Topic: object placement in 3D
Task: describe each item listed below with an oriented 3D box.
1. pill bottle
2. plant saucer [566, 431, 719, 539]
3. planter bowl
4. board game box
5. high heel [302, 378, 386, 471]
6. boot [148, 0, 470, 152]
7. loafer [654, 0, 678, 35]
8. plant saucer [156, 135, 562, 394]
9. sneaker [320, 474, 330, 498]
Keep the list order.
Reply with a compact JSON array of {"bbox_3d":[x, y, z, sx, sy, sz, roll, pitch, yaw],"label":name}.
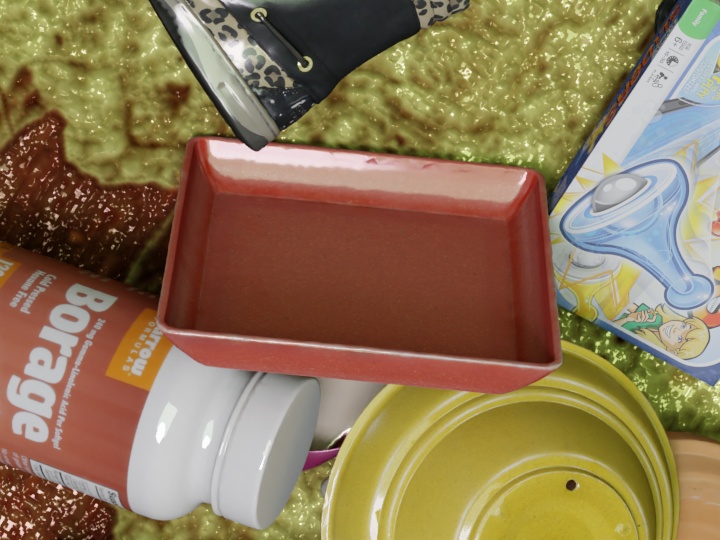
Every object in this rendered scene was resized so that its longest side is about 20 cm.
[{"bbox_3d":[-0.128,0.064,1.207,0.200,0.112,0.112,18,95,13],"label":"pill bottle"},{"bbox_3d":[0.166,0.190,1.278,0.200,0.032,0.200,-5,103,-24],"label":"plant saucer"},{"bbox_3d":[0.086,0.137,1.176,0.200,0.083,0.201,-2,98,-15],"label":"planter bowl"},{"bbox_3d":[0.187,-0.046,1.242,0.135,0.034,0.200,27,120,-7],"label":"board game box"},{"bbox_3d":[-0.001,0.069,1.246,0.200,0.096,0.067,-2,76,-5],"label":"high heel"},{"bbox_3d":[-0.048,-0.185,1.233,0.154,0.073,0.204,-30,104,-3],"label":"boot"},{"bbox_3d":[0.265,-0.148,1.259,0.200,0.072,0.073,-19,97,-2],"label":"loafer"},{"bbox_3d":[0.000,0.000,1.202,0.200,0.200,0.037,5,122,-2],"label":"plant saucer"},{"bbox_3d":[0.042,0.180,1.288,0.076,0.092,0.200,-40,122,-35],"label":"sneaker"}]
